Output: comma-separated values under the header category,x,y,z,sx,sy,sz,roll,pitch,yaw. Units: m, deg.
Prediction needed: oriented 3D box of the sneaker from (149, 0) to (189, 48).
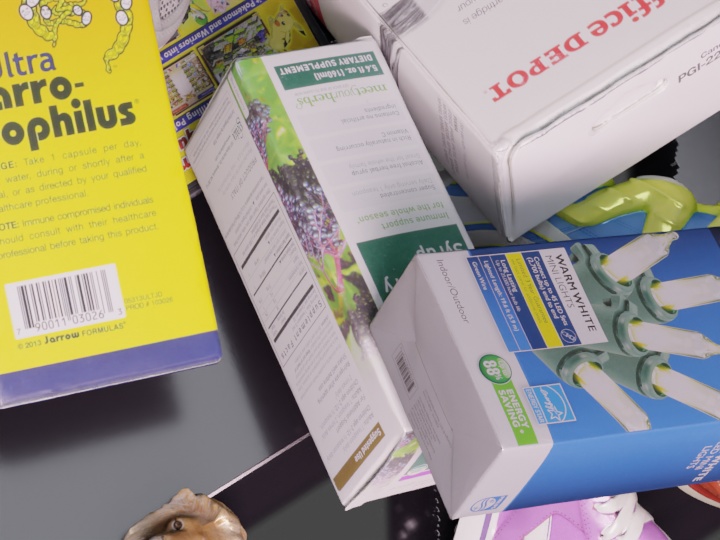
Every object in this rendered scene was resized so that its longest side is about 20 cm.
category,x,y,z,sx,sy,sz,roll,pitch,yaw
sneaker,-0.093,-0.199,1.378,0.075,0.082,0.200,8,90,-27

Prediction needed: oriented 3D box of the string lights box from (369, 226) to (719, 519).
category,x,y,z,sx,sy,sz,roll,pitch,yaw
string lights box,0.116,0.041,1.306,0.200,0.059,0.103,-6,57,-30

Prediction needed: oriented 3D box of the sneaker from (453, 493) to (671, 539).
category,x,y,z,sx,sy,sz,roll,pitch,yaw
sneaker,0.112,0.094,1.408,0.114,0.073,0.201,19,119,17

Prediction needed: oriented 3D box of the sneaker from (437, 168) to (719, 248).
category,x,y,z,sx,sy,sz,roll,pitch,yaw
sneaker,0.118,0.006,1.434,0.200,0.076,0.105,6,69,18

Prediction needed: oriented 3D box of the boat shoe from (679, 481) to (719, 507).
category,x,y,z,sx,sy,sz,roll,pitch,yaw
boat shoe,0.233,0.100,1.431,0.200,0.063,0.071,19,73,-34

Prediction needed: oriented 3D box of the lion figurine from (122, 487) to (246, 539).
category,x,y,z,sx,sy,sz,roll,pitch,yaw
lion figurine,-0.059,0.211,1.422,0.122,0.072,0.200,-41,95,-7

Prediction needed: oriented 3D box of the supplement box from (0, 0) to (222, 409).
category,x,y,z,sx,sy,sz,roll,pitch,yaw
supplement box,-0.147,-0.043,1.315,0.109,0.109,0.200,-12,89,-26

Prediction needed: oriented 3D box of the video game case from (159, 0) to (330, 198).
category,x,y,z,sx,sy,sz,roll,pitch,yaw
video game case,-0.123,-0.114,1.417,0.200,0.025,0.181,-34,99,-28

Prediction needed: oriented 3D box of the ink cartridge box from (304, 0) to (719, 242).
category,x,y,z,sx,sy,sz,roll,pitch,yaw
ink cartridge box,0.070,-0.134,1.426,0.146,0.085,0.200,-32,60,-13

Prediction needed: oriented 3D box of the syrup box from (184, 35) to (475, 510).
category,x,y,z,sx,sy,sz,roll,pitch,yaw
syrup box,0.000,0.000,1.367,0.079,0.081,0.200,-12,65,-30
